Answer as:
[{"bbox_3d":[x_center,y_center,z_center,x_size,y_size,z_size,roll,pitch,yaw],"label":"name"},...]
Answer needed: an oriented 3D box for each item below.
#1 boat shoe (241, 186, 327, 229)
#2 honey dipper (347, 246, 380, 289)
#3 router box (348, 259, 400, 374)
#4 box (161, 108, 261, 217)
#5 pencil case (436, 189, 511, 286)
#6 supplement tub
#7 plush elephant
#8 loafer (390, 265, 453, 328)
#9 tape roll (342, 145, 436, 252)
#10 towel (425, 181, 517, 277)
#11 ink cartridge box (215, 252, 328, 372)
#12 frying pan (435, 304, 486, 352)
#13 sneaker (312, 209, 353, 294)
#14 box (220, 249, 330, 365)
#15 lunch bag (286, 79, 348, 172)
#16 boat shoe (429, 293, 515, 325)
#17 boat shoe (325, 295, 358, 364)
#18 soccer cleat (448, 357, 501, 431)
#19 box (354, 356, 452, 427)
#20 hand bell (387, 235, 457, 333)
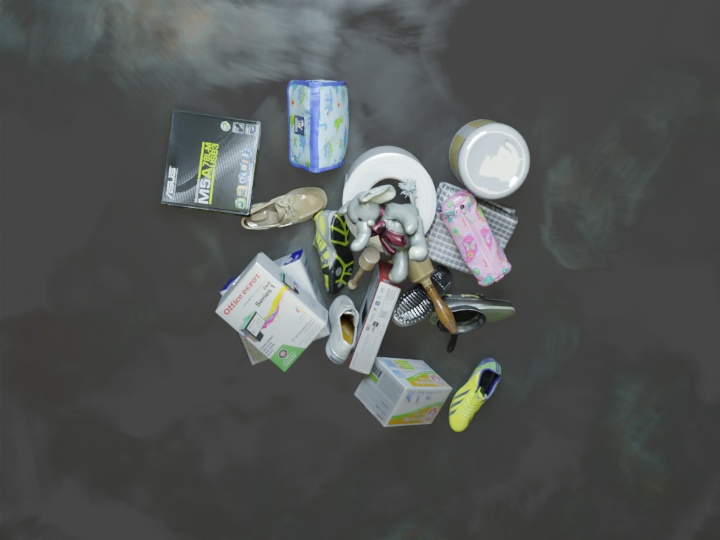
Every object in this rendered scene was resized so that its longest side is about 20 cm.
[{"bbox_3d":[-0.167,-0.130,1.522,0.194,0.065,0.074,-13,105,3],"label":"boat shoe"},{"bbox_3d":[0.000,0.000,1.508,0.037,0.200,0.039,5,70,-13],"label":"honey dipper"},{"bbox_3d":[0.029,0.098,1.527,0.048,0.180,0.205,18,104,-5],"label":"router box"},{"bbox_3d":[-0.316,-0.228,1.477,0.187,0.048,0.207,8,87,-5],"label":"box"},{"bbox_3d":[0.238,-0.069,1.447,0.086,0.088,0.203,-28,105,7],"label":"pencil case"},{"bbox_3d":[0.259,-0.233,1.427,0.141,0.200,0.150,0,105,0],"label":"supplement tub"},{"bbox_3d":[0.038,-0.091,1.347,0.150,0.165,0.207,4,77,-15],"label":"plush elephant"},{"bbox_3d":[0.133,0.069,1.530,0.073,0.198,0.071,49,144,7],"label":"loafer"},{"bbox_3d":[0.059,-0.155,1.480,0.196,0.140,0.209,0,106,-1],"label":"tape roll"},{"bbox_3d":[0.236,-0.083,1.528,0.195,0.086,0.169,20,105,-6],"label":"towel"},{"bbox_3d":[-0.186,0.087,1.462,0.199,0.084,0.145,41,101,-11],"label":"ink cartridge box"},{"bbox_3d":[0.232,0.127,1.562,0.112,0.032,0.191,-12,148,13],"label":"frying pan"},{"bbox_3d":[-0.064,-0.044,1.551,0.075,0.075,0.205,21,123,35],"label":"sneaker"},{"bbox_3d":[-0.186,0.081,1.559,0.195,0.105,0.188,-21,105,4],"label":"box"},{"bbox_3d":[-0.086,-0.298,1.408,0.123,0.201,0.175,0,106,-1],"label":"lunch bag"},{"bbox_3d":[0.253,0.080,1.581,0.195,0.062,0.072,-3,148,-1],"label":"boat shoe"},{"bbox_3d":[-0.031,0.113,1.517,0.070,0.202,0.070,34,121,-14],"label":"boat shoe"},{"bbox_3d":[0.267,0.299,1.632,0.063,0.084,0.204,27,104,-8],"label":"soccer cleat"},{"bbox_3d":[0.100,0.272,1.556,0.112,0.198,0.103,40,107,35],"label":"box"},{"bbox_3d":[0.150,0.042,1.472,0.102,0.104,0.203,-30,91,8],"label":"hand bell"}]
